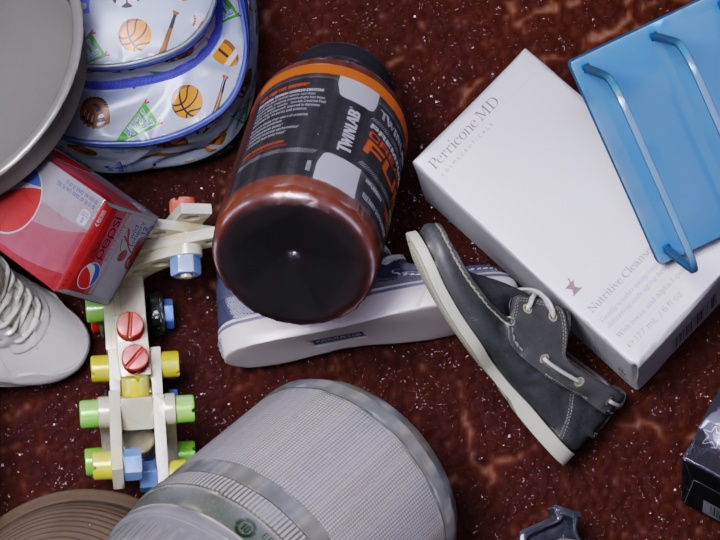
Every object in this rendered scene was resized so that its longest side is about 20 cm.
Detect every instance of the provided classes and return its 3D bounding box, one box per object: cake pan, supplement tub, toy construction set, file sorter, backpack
[{"bbox_3d":[-0.256,-0.120,1.536,0.200,0.037,0.201,-10,62,19],"label":"cake pan"},{"bbox_3d":[-0.027,-0.064,1.558,0.107,0.107,0.200,1,38,9],"label":"supplement tub"},{"bbox_3d":[-0.140,0.052,1.583,0.092,0.131,0.201,10,74,0],"label":"toy construction set"},{"bbox_3d":[0.248,-0.101,1.460,0.199,0.123,0.139,-25,98,1],"label":"file sorter"},{"bbox_3d":[-0.151,-0.165,1.638,0.199,0.154,0.191,-11,82,5],"label":"backpack"}]

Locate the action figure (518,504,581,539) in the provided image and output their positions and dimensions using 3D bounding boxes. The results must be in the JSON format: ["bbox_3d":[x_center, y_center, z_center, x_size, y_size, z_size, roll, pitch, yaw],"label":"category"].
[{"bbox_3d":[0.112,0.246,1.487,0.193,0.104,0.201,-3,87,-31],"label":"action figure"}]

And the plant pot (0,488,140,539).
[{"bbox_3d":[-0.186,0.234,1.565,0.200,0.093,0.202,-2,76,9],"label":"plant pot"}]

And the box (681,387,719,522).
[{"bbox_3d":[0.309,0.127,1.491,0.200,0.132,0.115,28,78,15],"label":"box"}]

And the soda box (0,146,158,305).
[{"bbox_3d":[-0.228,-0.058,1.572,0.200,0.063,0.070,33,98,29],"label":"soda box"}]

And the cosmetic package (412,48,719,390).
[{"bbox_3d":[0.142,-0.033,1.585,0.200,0.081,0.113,41,84,15],"label":"cosmetic package"}]

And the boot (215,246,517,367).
[{"bbox_3d":[0.000,0.000,1.605,0.199,0.073,0.091,-9,70,2],"label":"boot"}]

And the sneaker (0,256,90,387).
[{"bbox_3d":[-0.249,0.020,1.584,0.099,0.200,0.078,-7,61,51],"label":"sneaker"}]

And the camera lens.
[{"bbox_3d":[-0.049,0.172,1.490,0.160,0.160,0.200,37,45,16],"label":"camera lens"}]

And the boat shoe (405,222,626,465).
[{"bbox_3d":[0.095,0.035,1.533,0.068,0.200,0.072,-37,31,4],"label":"boat shoe"}]
